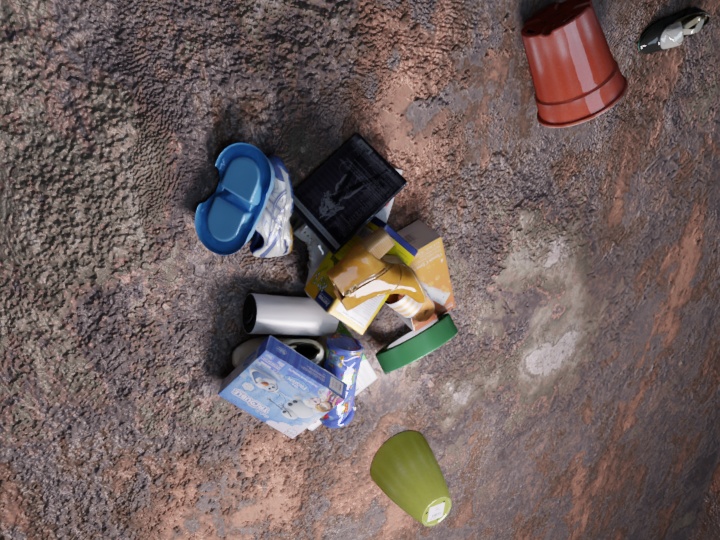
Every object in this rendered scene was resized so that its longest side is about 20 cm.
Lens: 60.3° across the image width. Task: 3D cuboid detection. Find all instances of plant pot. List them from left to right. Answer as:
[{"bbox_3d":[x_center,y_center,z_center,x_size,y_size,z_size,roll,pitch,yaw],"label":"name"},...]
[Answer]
[{"bbox_3d":[0.152,0.569,1.649,0.182,0.200,0.192,-14,122,-24],"label":"plant pot"},{"bbox_3d":[0.436,-0.444,1.298,0.199,0.200,0.198,-37,120,-8],"label":"plant pot"}]

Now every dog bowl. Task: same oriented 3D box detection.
[{"bbox_3d":[-0.221,-0.127,1.113,0.204,0.109,0.050,-64,172,12],"label":"dog bowl"}]

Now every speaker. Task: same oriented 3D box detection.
[{"bbox_3d":[-0.145,0.094,1.290,0.195,0.081,0.083,5,113,-33],"label":"speaker"}]

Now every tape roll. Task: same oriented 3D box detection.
[{"bbox_3d":[0.129,0.167,1.430,0.197,0.200,0.049,-29,88,-15],"label":"tape roll"}]

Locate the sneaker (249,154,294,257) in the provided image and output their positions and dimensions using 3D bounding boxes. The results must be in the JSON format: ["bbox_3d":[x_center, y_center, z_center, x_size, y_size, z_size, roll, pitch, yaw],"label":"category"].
[{"bbox_3d":[-0.175,-0.113,1.164,0.086,0.075,0.206,-12,120,-24],"label":"sneaker"}]

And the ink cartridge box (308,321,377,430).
[{"bbox_3d":[-0.079,0.239,1.404,0.198,0.084,0.148,-36,127,-9],"label":"ink cartridge box"}]

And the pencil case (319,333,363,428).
[{"bbox_3d":[-0.041,0.236,1.322,0.084,0.078,0.206,-1,113,-22],"label":"pencil case"}]

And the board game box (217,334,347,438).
[{"bbox_3d":[-0.161,0.245,1.268,0.198,0.044,0.198,35,128,-19],"label":"board game box"}]

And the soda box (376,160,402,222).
[{"bbox_3d":[0.018,-0.127,1.282,0.066,0.064,0.205,5,112,-33],"label":"soda box"}]

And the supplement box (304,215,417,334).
[{"bbox_3d":[0.000,0.000,1.221,0.108,0.109,0.202,35,90,-39],"label":"supplement box"}]

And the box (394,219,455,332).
[{"bbox_3d":[0.127,0.013,1.401,0.122,0.097,0.204,-29,127,-14],"label":"box"}]

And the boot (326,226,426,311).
[{"bbox_3d":[0.029,0.029,1.149,0.143,0.071,0.202,-40,125,-3],"label":"boot"}]

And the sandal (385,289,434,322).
[{"bbox_3d":[0.115,0.066,1.309,0.080,0.059,0.205,-53,137,3],"label":"sandal"}]

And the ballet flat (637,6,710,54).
[{"bbox_3d":[0.762,-0.580,1.491,0.197,0.068,0.069,-33,128,-12],"label":"ballet flat"}]

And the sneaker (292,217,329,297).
[{"bbox_3d":[-0.097,-0.047,1.257,0.113,0.074,0.205,17,103,-28],"label":"sneaker"}]

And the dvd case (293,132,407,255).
[{"bbox_3d":[-0.027,-0.150,1.194,0.200,0.149,0.016,-43,163,-7],"label":"dvd case"}]

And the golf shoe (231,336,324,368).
[{"bbox_3d":[-0.169,0.168,1.280,0.193,0.097,0.081,-4,76,-10],"label":"golf shoe"}]
